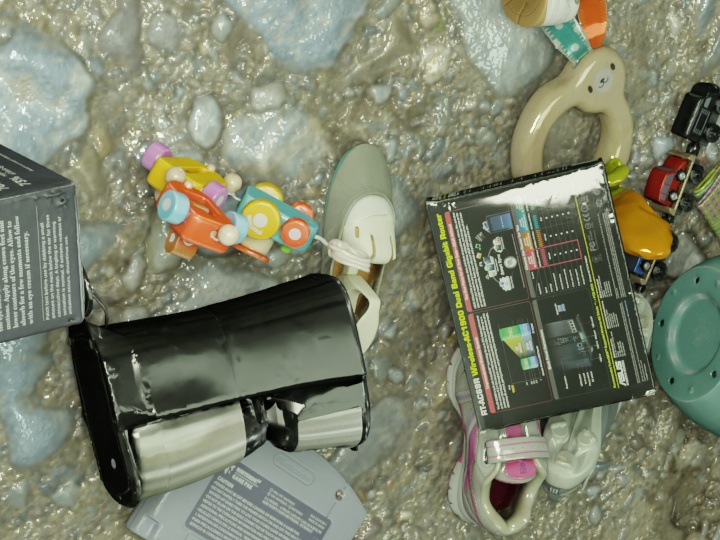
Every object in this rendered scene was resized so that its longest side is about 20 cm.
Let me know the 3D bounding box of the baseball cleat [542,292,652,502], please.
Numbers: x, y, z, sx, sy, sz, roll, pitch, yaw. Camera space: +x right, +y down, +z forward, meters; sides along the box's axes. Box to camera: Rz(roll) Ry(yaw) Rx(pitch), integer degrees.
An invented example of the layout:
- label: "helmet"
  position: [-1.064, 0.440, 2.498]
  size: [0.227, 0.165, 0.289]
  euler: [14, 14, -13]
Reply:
- label: "baseball cleat"
  position: [0.203, 0.114, 1.894]
  size: [0.200, 0.070, 0.106]
  euler: [-60, 170, -25]

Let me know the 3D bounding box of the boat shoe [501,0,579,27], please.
- label: "boat shoe"
  position: [0.165, -0.298, 1.712]
  size: [0.069, 0.071, 0.200]
  euler: [-6, 114, -42]

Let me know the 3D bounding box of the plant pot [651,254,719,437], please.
- label: "plant pot"
  position: [0.365, 0.069, 1.917]
  size: [0.161, 0.201, 0.201]
  euler: [12, 98, -29]

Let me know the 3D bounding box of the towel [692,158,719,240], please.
- label: "towel"
  position: [0.401, -0.098, 1.991]
  size: [0.200, 0.023, 0.144]
  euler: [-51, 129, -11]

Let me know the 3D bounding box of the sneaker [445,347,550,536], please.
- label: "sneaker"
  position: [0.126, 0.141, 1.811]
  size: [0.081, 0.088, 0.200]
  euler: [-10, 112, -19]

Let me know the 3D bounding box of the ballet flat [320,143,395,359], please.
- label: "ballet flat"
  position: [0.000, 0.000, 1.690]
  size: [0.067, 0.064, 0.200]
  euler: [6, 101, -39]

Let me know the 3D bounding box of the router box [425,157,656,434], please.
- label: "router box"
  position: [0.148, 0.020, 1.725]
  size: [0.150, 0.062, 0.200]
  euler: [-12, 94, 7]

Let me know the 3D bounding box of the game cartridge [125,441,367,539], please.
- label: "game cartridge"
  position: [-0.086, 0.193, 1.711]
  size: [0.200, 0.041, 0.133]
  euler: [38, 85, -40]

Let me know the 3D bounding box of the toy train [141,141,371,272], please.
- label: "toy train"
  position: [-0.094, -0.028, 1.559]
  size: [0.200, 0.150, 0.056]
  euler: [18, 109, -44]

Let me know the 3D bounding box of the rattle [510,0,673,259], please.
- label: "rattle"
  position: [0.206, -0.128, 1.759]
  size: [0.130, 0.143, 0.200]
  euler: [7, 108, -21]

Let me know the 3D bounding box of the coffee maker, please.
- label: "coffee maker"
  position: [-0.104, 0.063, 1.564]
  size: [0.200, 0.135, 0.192]
  euler: [-15, 118, -20]

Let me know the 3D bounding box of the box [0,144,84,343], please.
- label: "box"
  position: [-0.306, -0.011, 1.398]
  size: [0.200, 0.148, 0.104]
  euler: [-15, 115, -32]

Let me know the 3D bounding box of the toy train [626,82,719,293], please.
- label: "toy train"
  position: [0.281, -0.076, 1.898]
  size: [0.046, 0.034, 0.200]
  euler: [18, 94, -37]
